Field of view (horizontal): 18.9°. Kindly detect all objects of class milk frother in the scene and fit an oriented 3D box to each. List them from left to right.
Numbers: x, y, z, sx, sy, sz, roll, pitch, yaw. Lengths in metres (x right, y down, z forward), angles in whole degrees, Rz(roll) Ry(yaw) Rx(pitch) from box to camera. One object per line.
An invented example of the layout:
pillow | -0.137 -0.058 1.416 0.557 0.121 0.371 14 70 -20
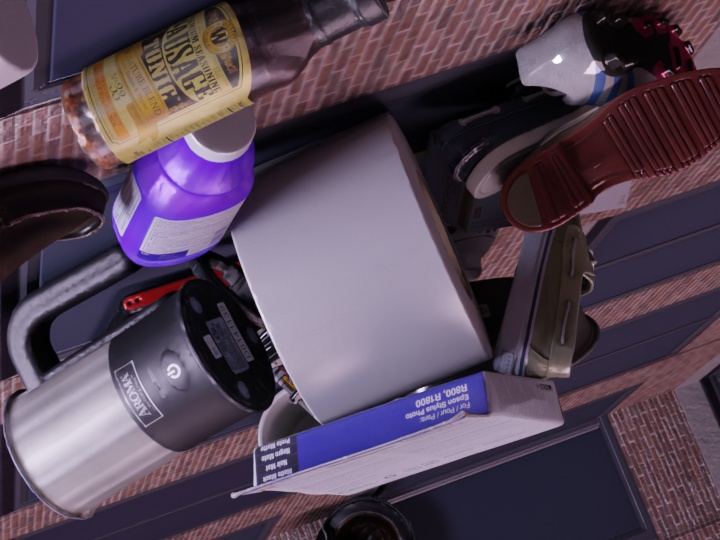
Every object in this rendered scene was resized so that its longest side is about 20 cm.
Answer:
milk frother | -0.165 0.081 1.741 0.188 0.181 0.200 -31 159 21

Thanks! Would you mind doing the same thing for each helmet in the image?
helmet | 0.007 0.490 3.658 0.200 0.200 0.191 -27 -160 21

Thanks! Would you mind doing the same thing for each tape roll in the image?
tape roll | 0.000 0.000 1.625 0.139 0.203 0.203 -22 167 6

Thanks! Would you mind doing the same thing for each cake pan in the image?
cake pan | 0.094 0.052 1.759 0.200 0.037 0.200 -11 -163 3

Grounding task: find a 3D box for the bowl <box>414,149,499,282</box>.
bowl | 0.046 -0.025 1.849 0.200 0.094 0.201 -20 167 -5

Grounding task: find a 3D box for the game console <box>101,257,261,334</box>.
game console | -0.149 0.036 1.937 0.176 0.031 0.200 -13 165 -21

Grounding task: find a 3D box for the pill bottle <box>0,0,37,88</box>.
pill bottle | -0.259 -0.090 1.016 0.200 0.120 0.120 -24 167 13

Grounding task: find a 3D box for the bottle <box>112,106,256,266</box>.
bottle | -0.116 -0.064 1.482 0.083 0.065 0.200 -16 166 -20

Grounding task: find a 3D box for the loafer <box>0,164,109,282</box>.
loafer | -0.250 -0.019 1.431 0.200 0.072 0.073 -11 164 -39

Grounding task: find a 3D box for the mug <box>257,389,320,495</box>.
mug | -0.027 0.199 2.581 0.177 0.134 0.200 -20 171 -1

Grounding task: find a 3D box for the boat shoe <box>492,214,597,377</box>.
boat shoe | 0.152 0.003 1.683 0.062 0.200 0.072 15 148 4

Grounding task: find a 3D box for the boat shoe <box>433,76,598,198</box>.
boat shoe | 0.131 -0.115 1.680 0.200 0.062 0.075 -30 161 -40

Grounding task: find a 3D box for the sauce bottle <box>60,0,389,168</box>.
sauce bottle | -0.080 -0.128 1.290 0.200 0.066 0.066 -27 167 10

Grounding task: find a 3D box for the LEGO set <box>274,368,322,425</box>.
LEGO set | -0.014 0.061 2.146 0.154 0.116 0.200 -45 174 -22

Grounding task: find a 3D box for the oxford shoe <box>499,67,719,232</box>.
oxford shoe | 0.192 -0.098 1.610 0.200 0.071 0.075 -24 -169 6

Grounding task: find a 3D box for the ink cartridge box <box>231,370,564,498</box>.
ink cartridge box | 0.027 0.121 1.599 0.199 0.041 0.200 -20 167 22

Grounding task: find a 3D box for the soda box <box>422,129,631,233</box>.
soda box | 0.140 -0.082 1.778 0.200 0.064 0.068 -10 120 -42

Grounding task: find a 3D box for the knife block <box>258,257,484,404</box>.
knife block | -0.003 0.033 1.996 0.175 0.064 0.200 3 -129 49

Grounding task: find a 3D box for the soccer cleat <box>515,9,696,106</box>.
soccer cleat | 0.187 -0.155 1.631 0.086 0.070 0.200 -18 166 30
